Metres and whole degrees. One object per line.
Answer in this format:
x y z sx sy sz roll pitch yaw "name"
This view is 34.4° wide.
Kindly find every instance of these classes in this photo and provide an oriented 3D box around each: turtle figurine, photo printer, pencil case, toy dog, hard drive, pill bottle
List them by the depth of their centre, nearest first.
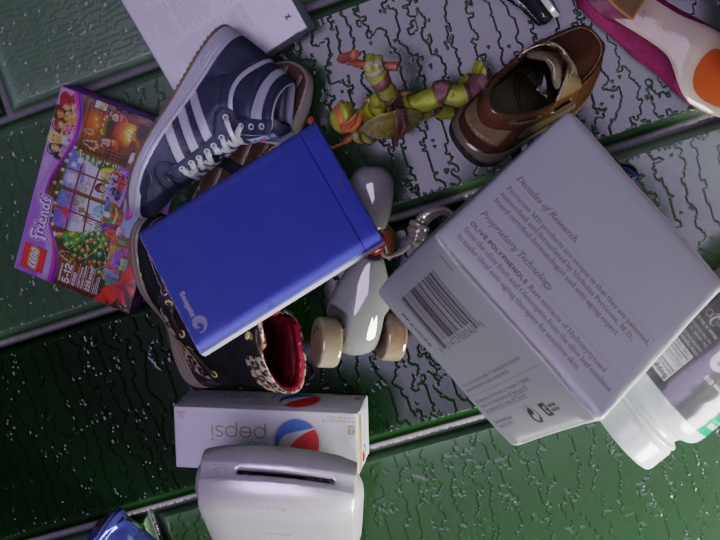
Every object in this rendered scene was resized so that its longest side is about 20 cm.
0.038 -0.154 1.078 0.159 0.200 0.065 -13 72 -11 "turtle figurine"
-0.093 -0.030 1.084 0.198 0.025 0.133 -31 76 3 "hard drive"
0.319 0.089 1.101 0.200 0.113 0.113 -43 92 15 "pill bottle"
-0.078 0.229 1.150 0.163 0.201 0.071 5 64 1 "photo printer"
0.000 0.000 1.152 0.130 0.096 0.203 22 94 -24 "toy dog"
-0.222 0.351 1.261 0.200 0.078 0.087 43 82 0 "pencil case"

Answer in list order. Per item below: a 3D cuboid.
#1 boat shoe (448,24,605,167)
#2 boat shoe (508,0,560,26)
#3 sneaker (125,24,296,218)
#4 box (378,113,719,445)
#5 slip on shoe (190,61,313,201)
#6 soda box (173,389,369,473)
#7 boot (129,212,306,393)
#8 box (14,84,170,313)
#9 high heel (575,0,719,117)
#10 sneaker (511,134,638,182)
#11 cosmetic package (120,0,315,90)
0.162 -0.166 1.041 0.076 0.200 0.074 44 147 6 "boat shoe"
0.103 -0.295 1.085 0.060 0.075 0.200 -44 80 14 "boat shoe"
-0.136 -0.119 1.096 0.108 0.070 0.202 33 98 13 "sneaker"
0.155 0.016 1.007 0.171 0.199 0.200 -42 88 -19 "box"
-0.103 -0.115 1.160 0.075 0.060 0.202 31 102 21 "slip on shoe"
-0.092 0.167 1.211 0.196 0.064 0.069 1 102 9 "soda box"
-0.139 0.036 1.144 0.149 0.073 0.203 6 121 40 "boot"
-0.268 -0.074 1.206 0.135 0.039 0.203 20 104 6 "box"
0.282 -0.217 1.091 0.199 0.096 0.068 41 95 -21 "high heel"
0.212 -0.086 1.112 0.089 0.079 0.201 -38 100 4 "sneaker"
-0.158 -0.286 1.139 0.149 0.052 0.202 -29 95 15 "cosmetic package"
